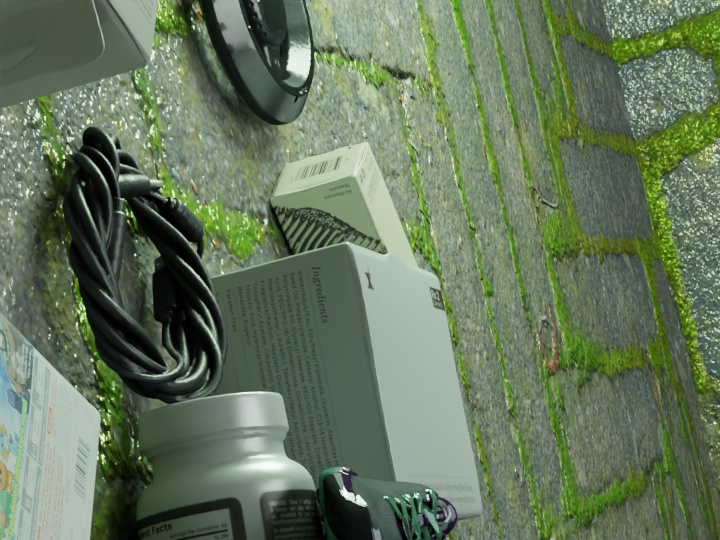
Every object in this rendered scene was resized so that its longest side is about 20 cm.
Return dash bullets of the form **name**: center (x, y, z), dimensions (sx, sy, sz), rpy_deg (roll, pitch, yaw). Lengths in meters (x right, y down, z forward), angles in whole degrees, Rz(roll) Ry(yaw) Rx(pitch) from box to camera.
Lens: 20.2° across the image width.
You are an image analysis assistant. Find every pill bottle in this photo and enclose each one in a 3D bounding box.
- **pill bottle**: center (-0.078, 0.183, 1.261), dimensions (0.116, 0.116, 0.200), rpy_deg (23, 56, -68)

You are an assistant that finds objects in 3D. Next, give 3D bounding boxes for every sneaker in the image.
- **sneaker**: center (0.020, 0.153, 1.271), dimensions (0.200, 0.087, 0.075), rpy_deg (149, -69, -86)

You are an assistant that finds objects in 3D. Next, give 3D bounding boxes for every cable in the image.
- **cable**: center (-0.138, -0.003, 1.295), dimensions (0.200, 0.051, 0.163), rpy_deg (-90, 157, -54)

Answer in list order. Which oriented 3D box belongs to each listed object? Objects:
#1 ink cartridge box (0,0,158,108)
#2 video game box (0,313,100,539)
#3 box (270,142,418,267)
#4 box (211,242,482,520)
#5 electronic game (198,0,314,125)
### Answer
- **ink cartridge box**: center (-0.197, -0.195, 1.166), dimensions (0.125, 0.128, 0.200), rpy_deg (57, 25, -44)
- **video game box**: center (-0.203, 0.117, 1.050), dimensions (0.182, 0.047, 0.200), rpy_deg (58, 25, -48)
- **box**: center (0.000, 0.000, 1.691), dimensions (0.068, 0.082, 0.200), rpy_deg (-72, 142, -60)
- **box**: center (-0.013, 0.098, 1.494), dimensions (0.199, 0.130, 0.200), rpy_deg (18, 59, -69)
- **electronic game**: center (-0.088, -0.216, 1.649), dimensions (0.200, 0.042, 0.200), rpy_deg (-14, 90, -71)
